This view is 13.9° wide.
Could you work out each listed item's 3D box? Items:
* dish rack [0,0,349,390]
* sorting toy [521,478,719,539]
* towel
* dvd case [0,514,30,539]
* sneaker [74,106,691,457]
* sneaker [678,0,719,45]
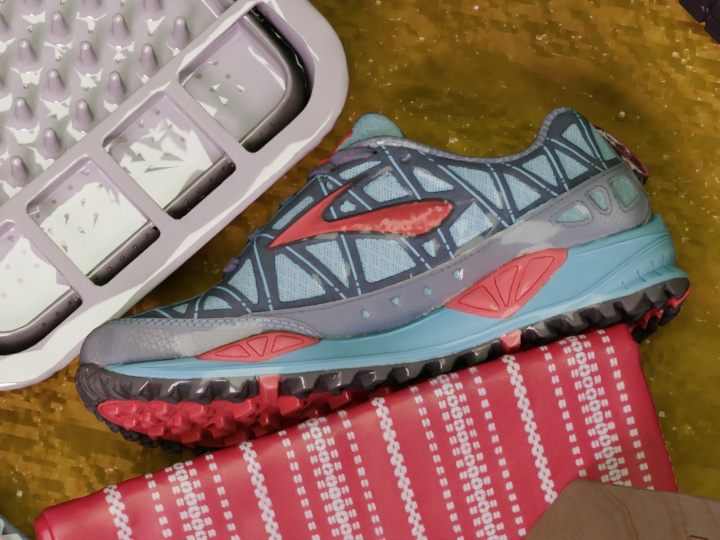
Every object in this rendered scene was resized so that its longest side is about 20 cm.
[{"bbox_3d":[-0.121,-0.071,0.988,0.172,0.044,0.200,-42,79,-10],"label":"dish rack"},{"bbox_3d":[0.044,0.158,0.808,0.070,0.200,0.199,40,83,-6],"label":"sorting toy"},{"bbox_3d":[0.010,0.112,0.916,0.200,0.022,0.145,-17,96,-12],"label":"towel"},{"bbox_3d":[-0.138,0.187,0.927,0.146,0.022,0.200,39,79,10],"label":"dvd case"},{"bbox_3d":[0.000,0.000,0.959,0.200,0.079,0.096,-13,70,-13],"label":"sneaker"},{"bbox_3d":[0.110,-0.162,1.010,0.088,0.076,0.200,-38,81,-25],"label":"sneaker"}]
